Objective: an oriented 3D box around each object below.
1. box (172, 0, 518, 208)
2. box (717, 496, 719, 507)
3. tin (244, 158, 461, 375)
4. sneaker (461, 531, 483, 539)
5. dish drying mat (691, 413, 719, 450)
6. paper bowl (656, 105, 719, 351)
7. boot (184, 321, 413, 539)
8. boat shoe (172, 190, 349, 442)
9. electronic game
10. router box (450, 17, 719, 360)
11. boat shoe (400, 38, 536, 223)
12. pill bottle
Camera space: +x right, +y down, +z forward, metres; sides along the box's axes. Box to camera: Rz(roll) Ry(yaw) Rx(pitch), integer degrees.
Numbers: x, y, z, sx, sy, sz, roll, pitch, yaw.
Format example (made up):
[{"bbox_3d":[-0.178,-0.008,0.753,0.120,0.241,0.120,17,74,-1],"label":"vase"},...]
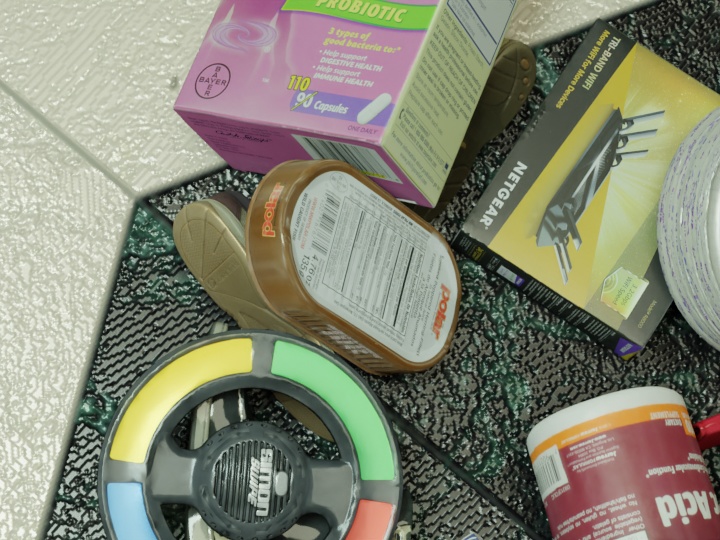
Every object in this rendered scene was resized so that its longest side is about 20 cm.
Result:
[{"bbox_3d":[-0.004,-0.165,1.244,0.176,0.097,0.200,13,72,31],"label":"box"},{"bbox_3d":[0.353,0.213,1.249,0.158,0.050,0.200,-32,81,-13],"label":"box"},{"bbox_3d":[0.000,0.000,1.207,0.200,0.042,0.112,34,66,-43],"label":"tin"},{"bbox_3d":[0.014,0.257,1.137,0.199,0.115,0.081,-45,63,7],"label":"sneaker"},{"bbox_3d":[0.323,0.089,1.264,0.200,0.077,0.018,-17,73,-10],"label":"dish drying mat"},{"bbox_3d":[0.318,-0.030,1.247,0.201,0.104,0.201,0,89,-26],"label":"paper bowl"},{"bbox_3d":[-0.042,0.140,1.214,0.154,0.073,0.204,2,84,-4],"label":"boot"},{"bbox_3d":[-0.051,0.028,1.245,0.200,0.072,0.065,53,45,0],"label":"boat shoe"},{"bbox_3d":[-0.071,0.138,1.154,0.200,0.042,0.200,1,83,-8],"label":"electronic game"},{"bbox_3d":[0.185,-0.060,1.299,0.157,0.052,0.200,32,75,2],"label":"router box"},{"bbox_3d":[0.044,-0.095,1.293,0.068,0.072,0.200,35,82,37],"label":"boat shoe"},{"bbox_3d":[0.192,0.190,1.193,0.114,0.114,0.200,-12,69,-9],"label":"pill bottle"}]
